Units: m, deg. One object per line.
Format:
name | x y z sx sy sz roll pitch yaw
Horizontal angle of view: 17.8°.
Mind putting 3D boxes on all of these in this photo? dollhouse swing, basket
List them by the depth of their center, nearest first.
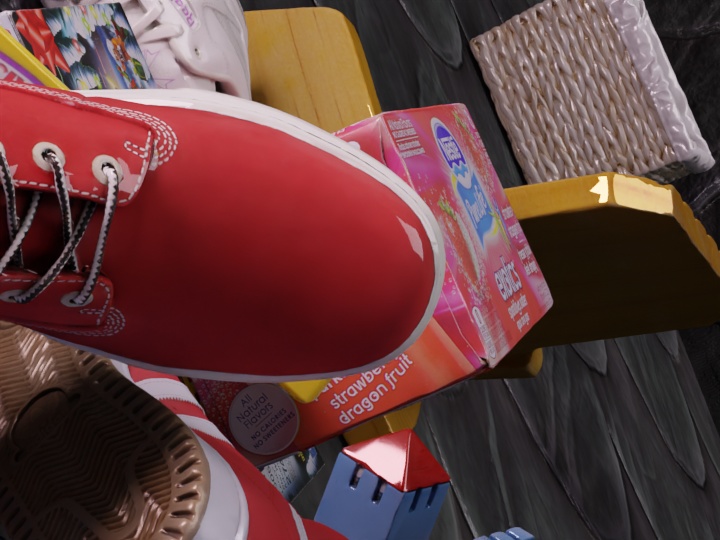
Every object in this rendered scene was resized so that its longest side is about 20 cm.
dollhouse swing | 0.059 -0.050 1.086 0.200 0.176 0.182 40 30 -59
basket | 0.219 -0.161 2.163 0.198 0.161 0.200 3 65 -77

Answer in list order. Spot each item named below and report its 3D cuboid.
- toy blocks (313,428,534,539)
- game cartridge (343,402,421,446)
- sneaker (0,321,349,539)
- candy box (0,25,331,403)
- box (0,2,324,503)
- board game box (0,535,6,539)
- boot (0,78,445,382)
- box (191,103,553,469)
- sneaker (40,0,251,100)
toy blocks | 0.044 0.135 0.655 0.200 0.137 0.100 32 21 30
game cartridge | -0.014 -0.010 1.167 0.176 0.032 0.200 63 12 -15
sneaker | -0.054 0.065 0.644 0.112 0.071 0.200 47 2 -32
candy box | -0.091 -0.040 0.674 0.200 0.026 0.102 43 -4 -19
box | -0.080 0.002 0.831 0.200 0.040 0.137 66 13 -4
board game box | -0.095 0.124 0.541 0.200 0.037 0.151 53 17 -46
boot | -0.081 -0.007 0.518 0.144 0.200 0.073 -69 172 -79
box | 0.000 0.000 0.848 0.096 0.100 0.200 67 12 -1
sneaker | -0.090 -0.115 0.922 0.200 0.075 0.100 53 16 -47
